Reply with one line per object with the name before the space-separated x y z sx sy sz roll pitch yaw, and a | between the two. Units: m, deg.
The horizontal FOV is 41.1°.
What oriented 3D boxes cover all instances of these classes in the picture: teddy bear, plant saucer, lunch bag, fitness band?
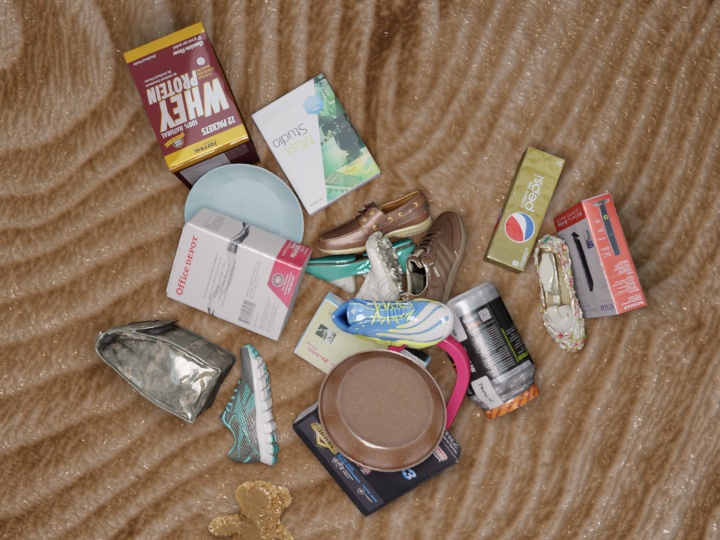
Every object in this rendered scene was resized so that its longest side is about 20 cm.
teddy bear | -0.173 0.440 1.574 0.144 0.067 0.202 -8 92 9
plant saucer | 0.035 0.209 1.469 0.199 0.037 0.202 3 108 11
lunch bag | -0.315 0.141 1.541 0.199 0.164 0.118 29 91 2
plant saucer | -0.190 -0.088 1.595 0.199 0.039 0.203 2 116 5
fitness band | 0.095 0.184 1.534 0.143 0.037 0.201 23 114 6

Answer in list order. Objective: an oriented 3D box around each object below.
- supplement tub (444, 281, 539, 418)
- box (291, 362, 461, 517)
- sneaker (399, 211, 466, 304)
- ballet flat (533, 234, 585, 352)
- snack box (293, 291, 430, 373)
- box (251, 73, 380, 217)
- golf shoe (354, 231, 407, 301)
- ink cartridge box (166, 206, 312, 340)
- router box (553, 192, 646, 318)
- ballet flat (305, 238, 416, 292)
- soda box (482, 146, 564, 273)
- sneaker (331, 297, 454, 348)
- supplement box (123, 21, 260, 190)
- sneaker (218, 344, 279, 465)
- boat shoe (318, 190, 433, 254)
supplement tub | 0.205 0.130 1.564 0.122 0.123 0.201 -26 85 -2
box | 0.026 0.266 1.535 0.198 0.050 0.201 -34 98 23
sneaker | 0.115 -0.020 1.543 0.075 0.070 0.201 33 56 -33
ballet flat | 0.321 0.042 1.592 0.075 0.064 0.202 -14 89 32
snack box | 0.002 0.138 1.584 0.199 0.037 0.117 33 112 2
box | -0.076 -0.213 1.635 0.144 0.036 0.201 -31 87 -2
golf shoe | 0.028 0.031 1.558 0.096 0.079 0.201 -11 123 15
ink cartridge box | -0.198 0.004 1.564 0.199 0.084 0.146 21 116 1
router box | 0.378 -0.018 1.537 0.048 0.200 0.181 -17 85 -2
ballet flat | 0.000 0.000 1.605 0.198 0.067 0.071 -11 99 1
soda box | 0.273 -0.100 1.612 0.067 0.064 0.201 21 85 2
sneaker | 0.040 0.078 1.452 0.199 0.105 0.076 -6 80 39
supplement box | -0.266 -0.258 1.555 0.132 0.200 0.199 -23 86 -2
sneaker | -0.191 0.224 1.582 0.090 0.078 0.202 -8 84 3
boat shoe | 0.021 -0.082 1.597 0.198 0.072 0.068 -17 117 -7
